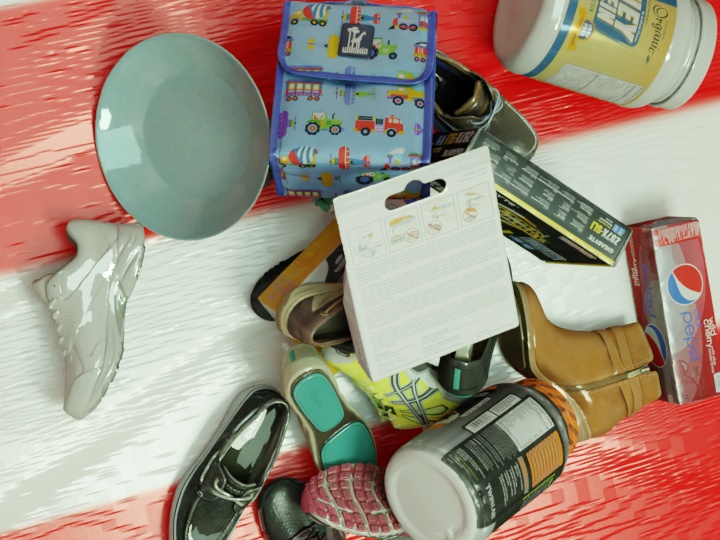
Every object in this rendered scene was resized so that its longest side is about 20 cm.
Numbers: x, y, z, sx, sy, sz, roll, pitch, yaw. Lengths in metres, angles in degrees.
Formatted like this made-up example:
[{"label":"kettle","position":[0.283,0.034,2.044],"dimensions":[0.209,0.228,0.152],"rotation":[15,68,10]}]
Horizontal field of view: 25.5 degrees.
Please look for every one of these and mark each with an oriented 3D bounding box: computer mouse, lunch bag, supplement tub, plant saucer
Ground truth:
[{"label":"computer mouse","position":[-0.026,-0.011,1.644],"dimensions":[0.200,0.034,0.059],"rotation":[-35,102,-14]},{"label":"lunch bag","position":[-0.004,-0.176,1.526],"dimensions":[0.150,0.094,0.200],"rotation":[2,68,3]},{"label":"supplement tub","position":[0.256,-0.254,1.668],"dimensions":[0.200,0.145,0.145],"rotation":[14,88,-19]},{"label":"supplement tub","position":[0.128,0.192,1.610],"dimensions":[0.200,0.122,0.123],"rotation":[-29,102,-44]},{"label":"plant saucer","position":[-0.166,-0.131,1.545],"dimensions":[0.201,0.039,0.201],"rotation":[5,102,25]}]

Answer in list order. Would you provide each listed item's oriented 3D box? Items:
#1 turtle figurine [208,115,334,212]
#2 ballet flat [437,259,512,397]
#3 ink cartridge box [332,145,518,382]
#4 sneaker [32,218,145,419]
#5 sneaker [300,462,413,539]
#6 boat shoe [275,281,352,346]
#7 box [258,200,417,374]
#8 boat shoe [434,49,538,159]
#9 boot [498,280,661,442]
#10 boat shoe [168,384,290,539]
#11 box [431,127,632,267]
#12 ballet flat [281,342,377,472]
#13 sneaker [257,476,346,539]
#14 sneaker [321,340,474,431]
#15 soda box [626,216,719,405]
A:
[{"label":"turtle figurine","position":[-0.051,-0.126,1.597],"dimensions":[0.200,0.101,0.150],"rotation":[-8,80,-6]},{"label":"ballet flat","position":[0.119,0.035,1.629],"dimensions":[0.068,0.068,0.200],"rotation":[3,55,9]},{"label":"ink cartridge box","position":[0.059,-0.011,1.506],"dimensions":[0.162,0.057,0.200],"rotation":[-20,115,-14]},{"label":"sneaker","position":[-0.275,0.043,1.550],"dimensions":[0.099,0.078,0.200],"rotation":[12,82,-10]},{"label":"sneaker","position":[0.029,0.254,1.637],"dimensions":[0.200,0.075,0.081],"rotation":[12,50,-26]},{"label":"boat shoe","position":[0.016,0.038,1.583],"dimensions":[0.200,0.072,0.072],"rotation":[-10,117,-34]},{"label":"box","position":[0.000,0.000,1.628],"dimensions":[0.200,0.041,0.119],"rotation":[-47,131,-13]},{"label":"boat shoe","position":[0.109,-0.170,1.661],"dimensions":[0.200,0.072,0.072],"rotation":[29,84,-17]},{"label":"boot","position":[0.239,0.084,1.714],"dimensions":[0.155,0.077,0.200],"rotation":[-22,98,-17]},{"label":"boat shoe","position":[-0.133,0.207,1.598],"dimensions":[0.072,0.071,0.200],"rotation":[25,85,-18]},{"label":"box","position":[0.159,-0.074,1.637],"dimensions":[0.200,0.160,0.049],"rotation":[32,83,-18]},{"label":"ballet flat","position":[-0.035,0.151,1.625],"dimensions":[0.069,0.069,0.200],"rotation":[-32,131,-14]},{"label":"sneaker","position":[-0.027,0.302,1.615],"dimensions":[0.076,0.115,0.200],"rotation":[-34,103,-14]},{"label":"sneaker","position":[0.038,0.122,1.630],"dimensions":[0.200,0.075,0.077],"rotation":[25,89,-35]},{"label":"soda box","position":[0.346,0.043,1.751],"dimensions":[0.063,0.070,0.200],"rotation":[-12,97,-17]}]
